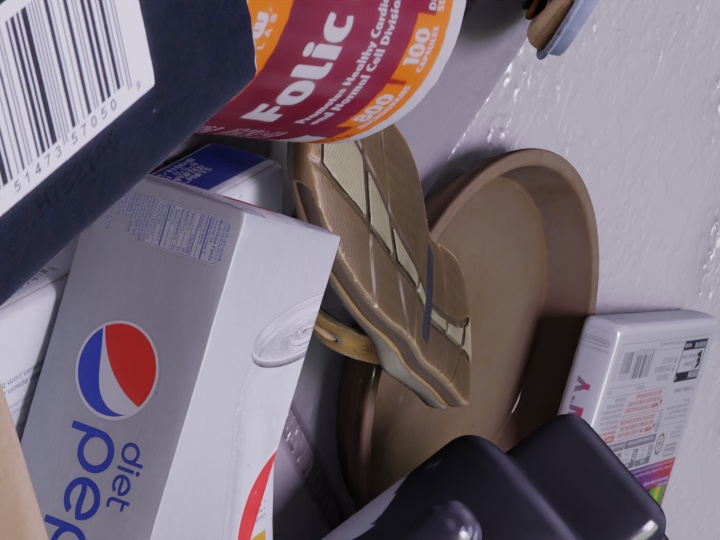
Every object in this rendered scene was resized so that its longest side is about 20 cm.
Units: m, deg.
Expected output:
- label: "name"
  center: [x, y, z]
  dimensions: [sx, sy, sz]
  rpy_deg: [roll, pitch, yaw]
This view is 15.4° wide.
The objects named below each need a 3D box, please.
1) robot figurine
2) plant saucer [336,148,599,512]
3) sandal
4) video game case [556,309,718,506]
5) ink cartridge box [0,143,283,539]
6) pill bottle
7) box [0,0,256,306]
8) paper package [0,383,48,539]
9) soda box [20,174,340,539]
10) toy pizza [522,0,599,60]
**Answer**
- label: "robot figurine"
  center: [0.034, 0.149, 1.127]
  dimensions: [0.200, 0.125, 0.150]
  rpy_deg: [-38, 116, -6]
- label: "plant saucer"
  center: [0.048, 0.038, 1.217]
  dimensions: [0.200, 0.029, 0.200]
  rpy_deg: [-36, 136, -45]
- label: "sandal"
  center: [0.000, 0.000, 1.060]
  dimensions: [0.200, 0.054, 0.080]
  rpy_deg: [58, 32, -59]
- label: "video game case"
  center: [0.125, 0.110, 1.360]
  dimensions: [0.200, 0.023, 0.182]
  rpy_deg: [-1, 107, -69]
- label: "ink cartridge box"
  center: [-0.100, 0.076, 0.981]
  dimensions: [0.196, 0.043, 0.200]
  rpy_deg: [-32, 132, -50]
- label: "pill bottle"
  center: [-0.059, -0.102, 0.878]
  dimensions: [0.200, 0.114, 0.114]
  rpy_deg: [0, 106, -59]
- label: "box"
  center: [-0.152, -0.075, 0.654]
  dimensions: [0.148, 0.200, 0.107]
  rpy_deg: [-46, 141, -38]
- label: "paper package"
  center: [-0.171, 0.097, 0.727]
  dimensions: [0.103, 0.190, 0.200]
  rpy_deg: [-43, 140, -32]
- label: "soda box"
  center: [-0.075, 0.070, 0.915]
  dimensions: [0.068, 0.063, 0.200]
  rpy_deg: [15, 92, -61]
- label: "toy pizza"
  center: [0.115, -0.183, 1.133]
  dimensions: [0.200, 0.032, 0.200]
  rpy_deg: [-63, -178, 5]
